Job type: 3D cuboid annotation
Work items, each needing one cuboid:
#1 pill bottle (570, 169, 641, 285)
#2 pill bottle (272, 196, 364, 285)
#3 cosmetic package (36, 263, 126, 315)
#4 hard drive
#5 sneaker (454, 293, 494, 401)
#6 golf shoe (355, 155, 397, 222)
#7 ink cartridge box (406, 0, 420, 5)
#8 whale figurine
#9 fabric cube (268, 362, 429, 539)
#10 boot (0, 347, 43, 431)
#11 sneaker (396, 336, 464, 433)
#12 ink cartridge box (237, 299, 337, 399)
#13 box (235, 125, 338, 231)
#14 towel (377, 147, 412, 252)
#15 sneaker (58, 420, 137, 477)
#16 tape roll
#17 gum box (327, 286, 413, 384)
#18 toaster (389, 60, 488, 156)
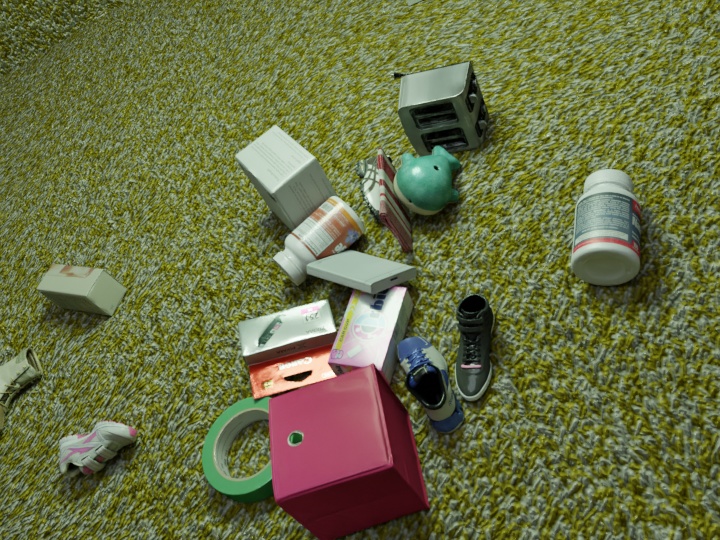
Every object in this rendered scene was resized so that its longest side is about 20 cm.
[{"bbox_3d":[0.457,-0.085,1.317,0.119,0.120,0.200,-2,55,26],"label":"pill bottle"},{"bbox_3d":[-0.096,-0.063,1.593,0.200,0.112,0.112,-43,48,-8],"label":"pill bottle"},{"bbox_3d":[-0.721,0.048,1.838,0.200,0.103,0.087,6,59,30],"label":"cosmetic package"},{"bbox_3d":[0.000,0.000,1.487,0.132,0.027,0.200,-20,24,-39],"label":"hard drive"},{"bbox_3d":[0.201,0.131,1.297,0.071,0.099,0.200,-1,56,24],"label":"sneaker"},{"bbox_3d":[0.047,-0.201,1.650,0.094,0.078,0.200,-20,49,12],"label":"golf shoe"},{"bbox_3d":[0.174,-0.893,2.128,0.115,0.068,0.200,-18,49,14],"label":"ink cartridge box"},{"bbox_3d":[0.161,-0.214,1.561,0.159,0.104,0.200,40,53,2],"label":"whale figurine"},{"bbox_3d":[-0.021,0.311,1.203,0.199,0.200,0.197,-20,47,11],"label":"fabric cube"},{"bbox_3d":[-0.859,0.293,1.742,0.154,0.072,0.200,-30,47,0],"label":"boot"},{"bbox_3d":[0.120,0.185,1.285,0.080,0.115,0.200,-28,47,4],"label":"sneaker"},{"bbox_3d":[-0.142,0.158,1.458,0.199,0.044,0.174,-15,47,-4],"label":"ink cartridge box"},{"bbox_3d":[-0.163,-0.200,1.675,0.131,0.200,0.199,-39,47,-8],"label":"box"},{"bbox_3d":[0.071,-0.154,1.555,0.023,0.144,0.200,-18,49,19],"label":"towel"},{"bbox_3d":[-0.559,0.386,1.512,0.200,0.081,0.088,-25,48,19],"label":"sneaker"},{"bbox_3d":[-0.210,0.345,1.379,0.200,0.048,0.201,-15,49,18],"label":"tape roll"},{"bbox_3d":[0.025,0.119,1.411,0.113,0.066,0.200,5,56,23],"label":"gum box"},{"bbox_3d":[0.184,-0.372,1.641,0.200,0.181,0.119,-6,54,23],"label":"toaster"}]
